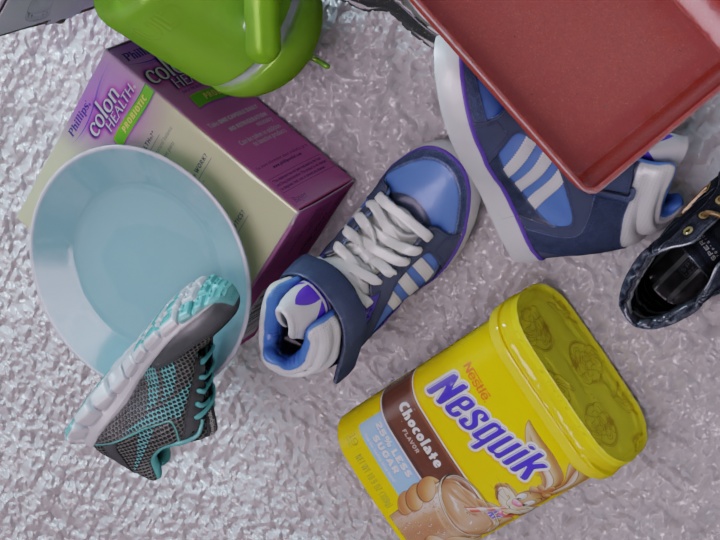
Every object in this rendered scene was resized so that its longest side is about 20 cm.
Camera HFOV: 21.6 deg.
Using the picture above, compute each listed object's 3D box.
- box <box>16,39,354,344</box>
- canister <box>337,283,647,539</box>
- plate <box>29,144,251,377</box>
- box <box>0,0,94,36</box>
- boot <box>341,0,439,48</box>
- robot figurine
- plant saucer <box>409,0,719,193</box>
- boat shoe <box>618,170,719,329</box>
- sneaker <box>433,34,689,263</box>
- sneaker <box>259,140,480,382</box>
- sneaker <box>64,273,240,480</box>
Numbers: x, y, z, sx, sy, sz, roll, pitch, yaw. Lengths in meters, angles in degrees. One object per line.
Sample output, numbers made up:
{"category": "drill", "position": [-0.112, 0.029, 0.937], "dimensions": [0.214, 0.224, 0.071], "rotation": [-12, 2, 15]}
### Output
{"category": "box", "position": [-0.140, -0.056, 1.484], "dimensions": [0.200, 0.097, 0.176], "rotation": [39, 121, 10]}
{"category": "canister", "position": [0.095, 0.122, 1.427], "dimensions": [0.200, 0.087, 0.149], "rotation": [-36, 88, 34]}
{"category": "plate", "position": [-0.166, -0.001, 1.446], "dimensions": [0.200, 0.026, 0.200], "rotation": [9, 110, 26]}
{"category": "box", "position": [-0.267, -0.275, 1.416], "dimensions": [0.176, 0.200, 0.097], "rotation": [40, 121, 11]}
{"category": "boot", "position": [0.066, -0.225, 1.308], "dimensions": [0.200, 0.068, 0.131], "rotation": [25, 120, -2]}
{"category": "robot figurine", "position": [-0.112, -0.201, 1.370], "dimensions": [0.116, 0.200, 0.175], "rotation": [-58, 34, 3]}
{"category": "plant saucer", "position": [0.143, -0.167, 1.256], "dimensions": [0.200, 0.200, 0.037], "rotation": [49, 150, 5]}
{"category": "boat shoe", "position": [0.260, -0.033, 1.282], "dimensions": [0.071, 0.091, 0.200], "rotation": [45, 121, 8]}
{"category": "sneaker", "position": [0.147, -0.096, 1.290], "dimensions": [0.146, 0.081, 0.200], "rotation": [-14, 126, 18]}
{"category": "sneaker", "position": [0.000, 0.000, 1.390], "dimensions": [0.081, 0.146, 0.200], "rotation": [43, 122, 9]}
{"category": "sneaker", "position": [-0.136, 0.083, 1.414], "dimensions": [0.091, 0.078, 0.200], "rotation": [38, 126, -7]}
